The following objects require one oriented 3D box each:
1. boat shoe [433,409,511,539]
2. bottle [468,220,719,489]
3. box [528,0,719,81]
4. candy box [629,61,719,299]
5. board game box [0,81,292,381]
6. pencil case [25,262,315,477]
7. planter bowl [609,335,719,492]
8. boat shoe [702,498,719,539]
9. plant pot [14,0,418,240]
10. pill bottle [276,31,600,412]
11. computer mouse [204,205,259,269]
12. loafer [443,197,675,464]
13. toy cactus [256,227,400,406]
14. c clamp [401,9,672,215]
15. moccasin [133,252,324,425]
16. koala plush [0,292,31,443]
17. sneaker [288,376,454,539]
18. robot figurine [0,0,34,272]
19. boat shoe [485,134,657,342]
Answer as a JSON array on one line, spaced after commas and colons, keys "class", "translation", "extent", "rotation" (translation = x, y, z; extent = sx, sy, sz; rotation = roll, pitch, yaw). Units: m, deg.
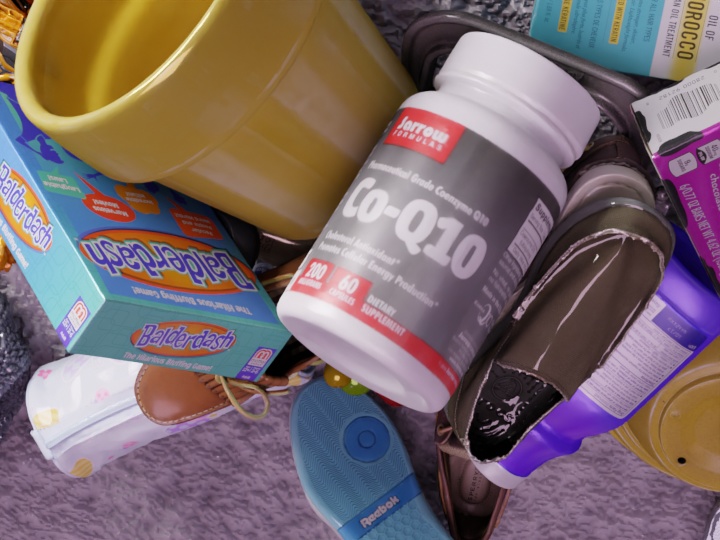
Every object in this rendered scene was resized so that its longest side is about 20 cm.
[{"class": "boat shoe", "translation": [0.082, 0.102, 1.703], "extent": [0.072, 0.072, 0.201], "rotation": [10, 125, 1]}, {"class": "bottle", "translation": [0.147, 0.059, 1.612], "extent": [0.083, 0.065, 0.200], "rotation": [41, 115, -3]}, {"class": "box", "translation": [0.204, -0.157, 1.527], "extent": [0.199, 0.049, 0.083], "rotation": [9, 125, 2]}, {"class": "candy box", "translation": [0.277, -0.077, 1.499], "extent": [0.199, 0.061, 0.137], "rotation": [-26, 127, 8]}, {"class": "board game box", "translation": [-0.147, -0.025, 1.515], "extent": [0.152, 0.200, 0.045], "rotation": [12, 125, -47]}, {"class": "pencil case", "translation": [-0.125, 0.070, 1.699], "extent": [0.199, 0.091, 0.083], "rotation": [-23, 118, 22]}, {"class": "planter bowl", "translation": [0.241, 0.083, 1.663], "extent": [0.199, 0.084, 0.201], "rotation": [3, 125, 5]}, {"class": "boat shoe", "translation": [0.278, 0.238, 1.774], "extent": [0.073, 0.067, 0.201], "rotation": [-3, 107, 16]}, {"class": "plant pot", "translation": [-0.072, -0.120, 1.515], "extent": [0.200, 0.201, 0.189], "rotation": [-32, 131, 25]}, {"class": "pill bottle", "translation": [0.048, -0.030, 1.468], "extent": [0.114, 0.114, 0.201], "rotation": [35, 78, -16]}, {"class": "computer mouse", "translation": [-0.133, -0.017, 1.629], "extent": [0.199, 0.034, 0.059], "rotation": [8, 89, 44]}, {"class": "loafer", "translation": [0.119, 0.043, 1.500], "extent": [0.075, 0.070, 0.200], "rotation": [26, 121, -15]}, {"class": "toy cactus", "translation": [0.000, 0.000, 1.624], "extent": [0.164, 0.103, 0.200], "rotation": [15, 132, -12]}, {"class": "c clamp", "translation": [0.109, -0.086, 1.570], "extent": [0.199, 0.027, 0.171], "rotation": [26, 153, 0]}, {"class": "moccasin", "translation": [-0.060, 0.045, 1.576], "extent": [0.201, 0.078, 0.074], "rotation": [-22, 102, 25]}, {"class": "koala plush", "translation": [-0.311, 0.113, 1.685], "extent": [0.177, 0.200, 0.184], "rotation": [32, 122, -13]}, {"class": "sneaker", "translation": [0.006, 0.172, 1.761], "extent": [0.079, 0.131, 0.201], "rotation": [-27, 83, -12]}, {"class": "robot figurine", "translation": [-0.227, -0.095, 1.620], "extent": [0.144, 0.058, 0.200], "rotation": [24, 124, -12]}, {"class": "boat shoe", "translation": [0.116, 0.005, 1.554], "extent": [0.072, 0.060, 0.201], "rotation": [22, 122, -12]}]
